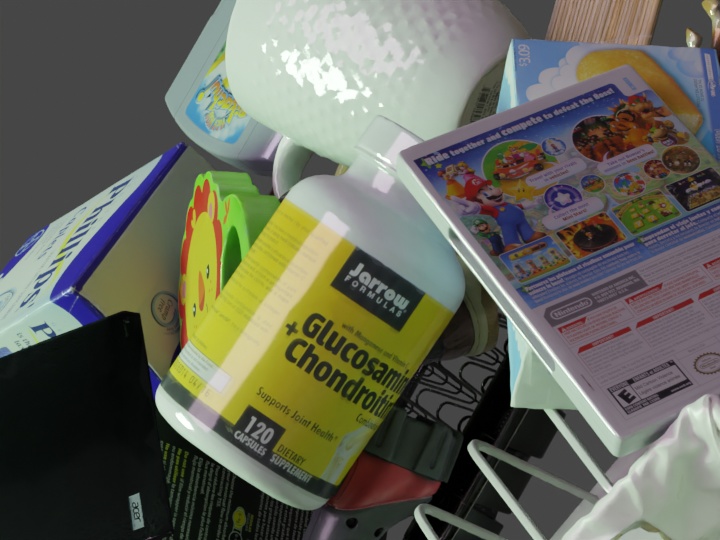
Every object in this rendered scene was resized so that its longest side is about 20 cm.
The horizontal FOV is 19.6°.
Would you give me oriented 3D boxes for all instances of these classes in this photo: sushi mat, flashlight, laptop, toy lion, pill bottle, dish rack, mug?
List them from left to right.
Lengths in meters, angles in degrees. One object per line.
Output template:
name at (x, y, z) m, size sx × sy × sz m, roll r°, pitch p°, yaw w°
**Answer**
laptop at (-0.191, 0.147, 1.205) m, size 0.177 × 0.103 × 0.200 m, roll -105°, pitch 28°, yaw -46°
toy lion at (-0.081, 0.016, 1.313) m, size 0.200 × 0.069 × 0.192 m, roll 120°, pitch 149°, yaw -58°
pill bottle at (-0.014, 0.020, 1.128) m, size 0.200 × 0.112 × 0.112 m, roll -56°, pitch 35°, yaw 0°
flashlight at (-0.009, 0.172, 1.175) m, size 0.068 × 0.068 × 0.200 m, roll 21°, pitch 88°, yaw 18°
mug at (0.014, -0.107, 1.334) m, size 0.175 × 0.148 × 0.200 m, roll 29°, pitch 95°, yaw 35°
dish rack at (0.045, 0.079, 1.269) m, size 0.153 × 0.055 × 0.200 m, roll -60°, pitch 35°, yaw 0°
sushi mat at (0.150, -0.146, 1.330) m, size 0.096 × 0.012 × 0.200 m, roll -4°, pitch 63°, yaw 51°

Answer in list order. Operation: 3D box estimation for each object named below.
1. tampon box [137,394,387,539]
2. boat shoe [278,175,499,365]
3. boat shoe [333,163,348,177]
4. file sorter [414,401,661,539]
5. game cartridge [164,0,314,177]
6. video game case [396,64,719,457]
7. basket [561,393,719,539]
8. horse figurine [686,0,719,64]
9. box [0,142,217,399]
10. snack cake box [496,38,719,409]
tampon box at (-0.108, 0.181, 1.261) m, size 0.150 × 0.200 × 0.126 m, roll -19°, pitch 51°, yaw 43°
boat shoe at (0.000, 0.000, 1.242) m, size 0.200 × 0.065 × 0.072 m, roll 35°, pitch 133°, yaw 44°
boat shoe at (-0.017, -0.025, 1.394) m, size 0.072 × 0.065 × 0.200 m, roll -30°, pitch 40°, yaw 58°
file sorter at (0.090, 0.173, 1.085) m, size 0.200 × 0.124 × 0.139 m, roll -51°, pitch 36°, yaw 12°
game cartridge at (-0.079, -0.146, 1.599) m, size 0.200 × 0.040 × 0.133 m, roll 33°, pitch 97°, yaw 55°
video game case at (0.128, -0.011, 1.011) m, size 0.200 × 0.143 × 0.018 m, roll 54°, pitch 156°, yaw 33°
basket at (0.179, 0.203, 0.920) m, size 0.198 × 0.161 × 0.200 m, roll -51°, pitch 35°, yaw 14°
horse figurine at (0.169, -0.077, 1.219) m, size 0.200 × 0.050 × 0.133 m, roll -15°, pitch 68°, yaw 38°
box at (-0.190, 0.028, 1.496) m, size 0.200 × 0.105 × 0.184 m, roll -27°, pitch 22°, yaw 39°
snack cake box at (0.133, -0.025, 1.082) m, size 0.067 × 0.115 × 0.200 m, roll 98°, pitch 173°, yaw -51°
